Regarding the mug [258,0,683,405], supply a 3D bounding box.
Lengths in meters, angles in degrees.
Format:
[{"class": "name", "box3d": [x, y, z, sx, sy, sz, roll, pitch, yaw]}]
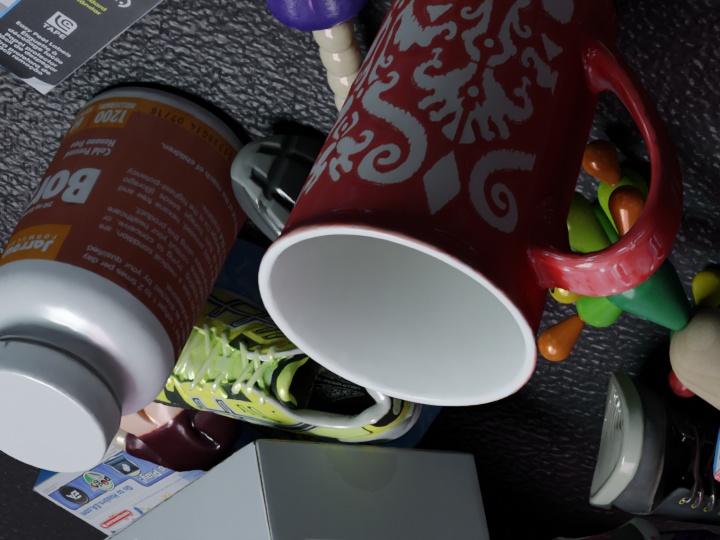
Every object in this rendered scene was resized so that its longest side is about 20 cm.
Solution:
[{"class": "mug", "box3d": [0.066, -0.048, 1.305, 0.177, 0.201, 0.134, 17, 147, 5]}]

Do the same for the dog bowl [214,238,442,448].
[{"class": "dog bowl", "box3d": [-0.040, 0.048, 1.647, 0.199, 0.050, 0.112, 24, 148, -2]}]

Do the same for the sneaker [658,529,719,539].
[{"class": "sneaker", "box3d": [0.199, 0.174, 1.572, 0.200, 0.081, 0.083, -1, 150, 46]}]

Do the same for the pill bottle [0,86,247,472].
[{"class": "pill bottle", "box3d": [-0.140, 0.006, 1.495, 0.112, 0.200, 0.112, 15, 143, 12]}]

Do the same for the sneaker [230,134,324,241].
[{"class": "sneaker", "box3d": [0.000, 0.000, 1.531, 0.200, 0.076, 0.079, 36, 147, -21]}]

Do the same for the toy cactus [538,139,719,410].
[{"class": "toy cactus", "box3d": [0.152, 0.024, 1.422, 0.165, 0.102, 0.200, 47, 176, 37]}]

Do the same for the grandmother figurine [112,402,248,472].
[{"class": "grandmother figurine", "box3d": [-0.120, 0.087, 1.650, 0.200, 0.061, 0.121, 40, 150, -20]}]

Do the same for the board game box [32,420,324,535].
[{"class": "board game box", "box3d": [-0.083, 0.144, 1.805, 0.195, 0.056, 0.200, 34, 146, -19]}]

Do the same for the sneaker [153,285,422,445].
[{"class": "sneaker", "box3d": [-0.062, 0.049, 1.553, 0.199, 0.076, 0.076, 10, 177, 4]}]

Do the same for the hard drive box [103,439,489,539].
[{"class": "hard drive box", "box3d": [-0.045, 0.170, 1.609, 0.155, 0.077, 0.200, 6, 153, -34]}]

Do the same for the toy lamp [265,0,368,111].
[{"class": "toy lamp", "box3d": [-0.010, -0.108, 1.397, 0.058, 0.058, 0.200, 9, 146, 18]}]

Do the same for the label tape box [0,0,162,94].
[{"class": "label tape box", "box3d": [-0.159, -0.183, 1.364, 0.143, 0.066, 0.200, 34, 147, -19]}]

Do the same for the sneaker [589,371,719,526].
[{"class": "sneaker", "box3d": [0.187, 0.105, 1.554, 0.106, 0.075, 0.200, 10, 174, 6]}]

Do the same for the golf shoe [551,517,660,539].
[{"class": "golf shoe", "box3d": [0.095, 0.205, 1.586, 0.200, 0.088, 0.077, -24, 112, 37]}]

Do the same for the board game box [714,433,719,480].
[{"class": "board game box", "box3d": [0.318, 0.079, 1.436, 0.199, 0.056, 0.196, 26, 137, -7]}]
